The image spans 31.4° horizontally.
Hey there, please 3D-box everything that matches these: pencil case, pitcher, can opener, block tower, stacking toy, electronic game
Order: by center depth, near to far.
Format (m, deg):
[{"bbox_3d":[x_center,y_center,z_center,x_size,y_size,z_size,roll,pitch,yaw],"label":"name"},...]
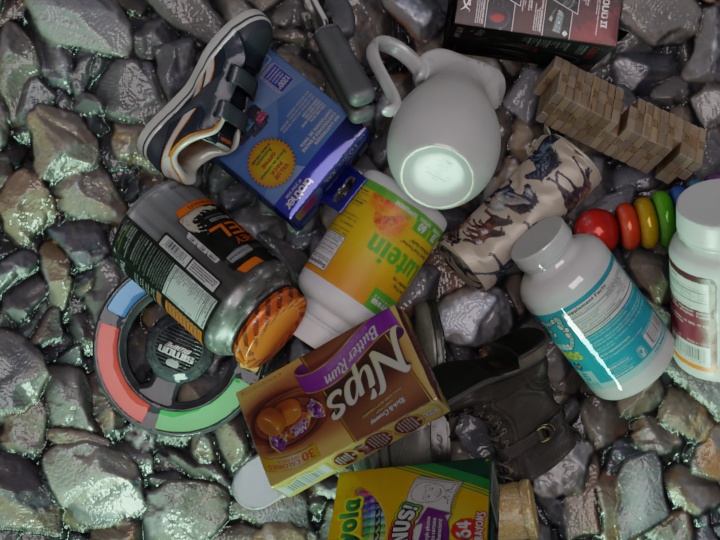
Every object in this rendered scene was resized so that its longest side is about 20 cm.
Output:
[{"bbox_3d":[0.072,-0.168,1.379,0.170,0.201,0.122,25,130,-9],"label":"pitcher"},{"bbox_3d":[-0.017,-0.250,1.419,0.066,0.054,0.201,-19,55,-12],"label":"can opener"},{"bbox_3d":[0.290,-0.166,1.442,0.198,0.054,0.058,25,55,-10],"label":"block tower"},{"bbox_3d":[-0.204,0.087,1.447,0.197,0.042,0.203,0,88,-2],"label":"electronic game"},{"bbox_3d":[0.174,-0.066,1.448,0.200,0.078,0.089,-44,68,-3],"label":"pencil case"},{"bbox_3d":[0.341,-0.055,1.456,0.198,0.085,0.086,-13,88,3],"label":"stacking toy"}]

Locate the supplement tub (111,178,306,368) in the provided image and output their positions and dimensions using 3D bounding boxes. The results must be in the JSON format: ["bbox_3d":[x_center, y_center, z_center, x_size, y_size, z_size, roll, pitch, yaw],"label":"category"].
[{"bbox_3d":[-0.159,0.005,1.368,0.200,0.123,0.123,40,87,16],"label":"supplement tub"}]

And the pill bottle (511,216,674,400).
[{"bbox_3d":[0.250,0.038,1.405,0.111,0.111,0.200,-41,107,-3],"label":"pill bottle"}]

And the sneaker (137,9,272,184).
[{"bbox_3d":[-0.147,-0.179,1.361,0.079,0.078,0.201,42,98,25],"label":"sneaker"}]

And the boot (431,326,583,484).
[{"bbox_3d":[0.151,0.173,1.409,0.198,0.069,0.176,-24,117,-14],"label":"boot"}]

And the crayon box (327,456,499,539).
[{"bbox_3d":[0.053,0.288,1.313,0.170,0.201,0.059,-8,125,13],"label":"crayon box"}]

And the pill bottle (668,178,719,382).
[{"bbox_3d":[0.393,0.010,1.390,0.113,0.115,0.202,-12,124,-2],"label":"pill bottle"}]

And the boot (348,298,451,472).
[{"bbox_3d":[0.035,0.135,1.444,0.129,0.068,0.203,-2,87,3],"label":"boot"}]

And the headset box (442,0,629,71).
[{"bbox_3d":[0.198,-0.280,1.421,0.197,0.149,0.076,8,89,-2],"label":"headset box"}]

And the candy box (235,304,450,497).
[{"bbox_3d":[-0.019,0.138,1.340,0.199,0.056,0.118,-29,63,10],"label":"candy box"}]

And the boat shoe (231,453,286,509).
[{"bbox_3d":[-0.050,0.196,1.420,0.199,0.091,0.071,-29,84,2],"label":"boat shoe"}]

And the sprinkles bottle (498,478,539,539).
[{"bbox_3d":[0.096,0.280,1.418,0.198,0.068,0.069,-11,88,10],"label":"sprinkles bottle"}]

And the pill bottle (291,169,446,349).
[{"bbox_3d":[0.000,0.000,1.422,0.110,0.111,0.201,33,87,0],"label":"pill bottle"}]

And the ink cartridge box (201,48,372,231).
[{"bbox_3d":[-0.081,-0.141,1.428,0.199,0.076,0.137,39,87,8],"label":"ink cartridge box"}]
